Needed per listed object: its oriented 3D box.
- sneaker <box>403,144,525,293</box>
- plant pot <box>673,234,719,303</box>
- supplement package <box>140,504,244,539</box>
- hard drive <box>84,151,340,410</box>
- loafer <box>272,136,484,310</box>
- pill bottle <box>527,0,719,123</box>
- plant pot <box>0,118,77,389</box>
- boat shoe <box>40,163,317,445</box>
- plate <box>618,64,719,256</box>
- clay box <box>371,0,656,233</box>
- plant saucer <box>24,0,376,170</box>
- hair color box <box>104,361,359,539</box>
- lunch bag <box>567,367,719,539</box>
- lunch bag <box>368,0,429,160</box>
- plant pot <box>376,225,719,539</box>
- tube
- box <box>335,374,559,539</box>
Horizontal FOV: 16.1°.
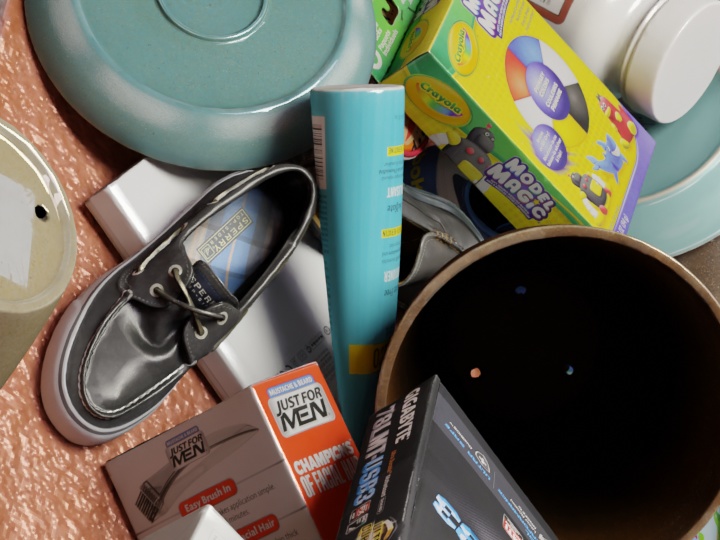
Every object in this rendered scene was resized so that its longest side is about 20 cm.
[{"bbox_3d":[0.095,0.002,1.562,0.200,0.082,0.074,50,35,-17],"label":"sneaker"},{"bbox_3d":[0.228,0.031,1.638,0.187,0.187,0.200,43,48,-23],"label":"plant pot"},{"bbox_3d":[-0.078,0.255,1.119,0.200,0.147,0.191,48,35,-17],"label":"supplement package"},{"bbox_3d":[-0.057,0.015,1.416,0.200,0.026,0.132,55,36,-7],"label":"hard drive"},{"bbox_3d":[0.017,-0.013,1.469,0.200,0.073,0.072,40,27,-34],"label":"loafer"},{"bbox_3d":[0.130,-0.175,1.623,0.200,0.112,0.112,32,26,27],"label":"pill bottle"},{"bbox_3d":[-0.217,0.015,1.074,0.187,0.200,0.187,30,46,-36],"label":"plant pot"},{"bbox_3d":[-0.086,0.011,1.317,0.070,0.066,0.200,53,52,-10],"label":"boat shoe"},{"bbox_3d":[0.178,-0.087,1.630,0.026,0.200,0.200,60,27,-45],"label":"plate"},{"bbox_3d":[0.087,-0.102,1.512,0.200,0.048,0.115,46,40,-20],"label":"clay box"},{"bbox_3d":[-0.084,-0.149,1.410,0.200,0.027,0.200,7,62,-14],"label":"plant saucer"},{"bbox_3d":[-0.034,0.161,1.272,0.064,0.111,0.200,-18,81,-55],"label":"hair color box"},{"bbox_3d":[0.171,0.167,1.515,0.200,0.127,0.170,55,32,-29],"label":"lunch bag"},{"bbox_3d":[-0.028,-0.160,1.523,0.176,0.082,0.200,41,41,-24],"label":"lunch bag"},{"bbox_3d":[0.097,0.055,1.370,0.187,0.187,0.200,54,3,-9],"label":"plant pot"},{"bbox_3d":[0.000,0.000,1.375,0.077,0.050,0.200,-24,115,-70],"label":"tube"},{"bbox_3d":[0.065,0.171,1.179,0.200,0.050,0.199,54,16,-12],"label":"box"}]
